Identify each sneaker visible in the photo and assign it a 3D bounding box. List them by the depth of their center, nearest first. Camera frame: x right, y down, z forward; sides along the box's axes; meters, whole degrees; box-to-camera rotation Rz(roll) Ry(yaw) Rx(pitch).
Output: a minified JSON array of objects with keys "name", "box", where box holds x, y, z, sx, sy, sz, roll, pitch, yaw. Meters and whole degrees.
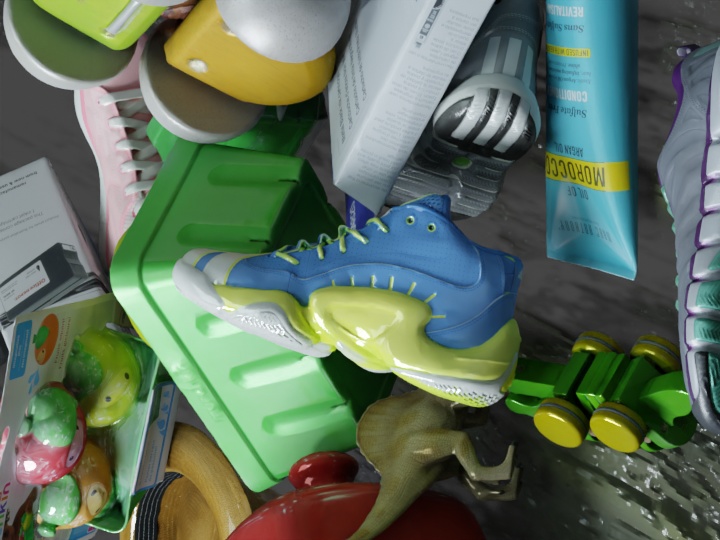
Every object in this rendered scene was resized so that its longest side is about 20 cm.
[{"name":"sneaker","box":[0.185,-0.019,1.060,0.087,0.074,0.202,-176,92,-68]},{"name":"sneaker","box":[0.000,0.000,1.161,0.076,0.198,0.106,55,-126,-82]},{"name":"sneaker","box":[0.065,-0.106,1.224,0.200,0.074,0.117,143,143,-66]},{"name":"sneaker","box":[-0.150,-0.077,1.512,0.104,0.075,0.202,20,117,57]}]

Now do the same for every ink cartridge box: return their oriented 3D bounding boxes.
[{"name":"ink cartridge box","box":[0.013,-0.134,1.217,0.200,0.040,0.201,-94,27,-54]},{"name":"ink cartridge box","box":[-0.220,0.041,1.569,0.145,0.084,0.201,74,172,-63]}]

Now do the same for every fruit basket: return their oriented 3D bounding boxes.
[{"name":"fruit basket","box":[-0.092,0.022,1.317,0.216,0.215,0.156,-44,17,48]},{"name":"fruit basket","box":[-0.188,0.109,1.362,0.093,0.200,0.187,14,99,11]},{"name":"fruit basket","box":[-0.082,-0.154,1.401,0.186,0.093,0.202,126,145,-51]}]

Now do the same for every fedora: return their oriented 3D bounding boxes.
[{"name":"fedora","box":[-0.098,0.196,1.465,0.200,0.081,0.203,14,106,56]}]

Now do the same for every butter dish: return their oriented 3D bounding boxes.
[{"name":"butter dish","box":[-0.011,0.179,1.248,0.200,0.198,0.149,-46,49,50]}]

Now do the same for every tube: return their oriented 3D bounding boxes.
[{"name":"tube","box":[0.126,-0.100,1.146,0.077,0.050,0.202,22,117,60]}]

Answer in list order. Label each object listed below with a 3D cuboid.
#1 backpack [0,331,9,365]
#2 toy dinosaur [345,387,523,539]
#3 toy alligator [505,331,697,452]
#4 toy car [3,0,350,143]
[{"name":"backpack","box":[-0.368,0.009,1.775,0.200,0.165,0.128,46,134,50]},{"name":"toy dinosaur","box":[0.043,0.106,1.211,0.100,0.201,0.059,9,137,14]},{"name":"toy alligator","box":[0.121,0.072,1.155,0.199,0.060,0.054,1,138,47]},{"name":"toy car","box":[-0.101,-0.179,1.212,0.175,0.198,0.151,-35,39,55]}]
